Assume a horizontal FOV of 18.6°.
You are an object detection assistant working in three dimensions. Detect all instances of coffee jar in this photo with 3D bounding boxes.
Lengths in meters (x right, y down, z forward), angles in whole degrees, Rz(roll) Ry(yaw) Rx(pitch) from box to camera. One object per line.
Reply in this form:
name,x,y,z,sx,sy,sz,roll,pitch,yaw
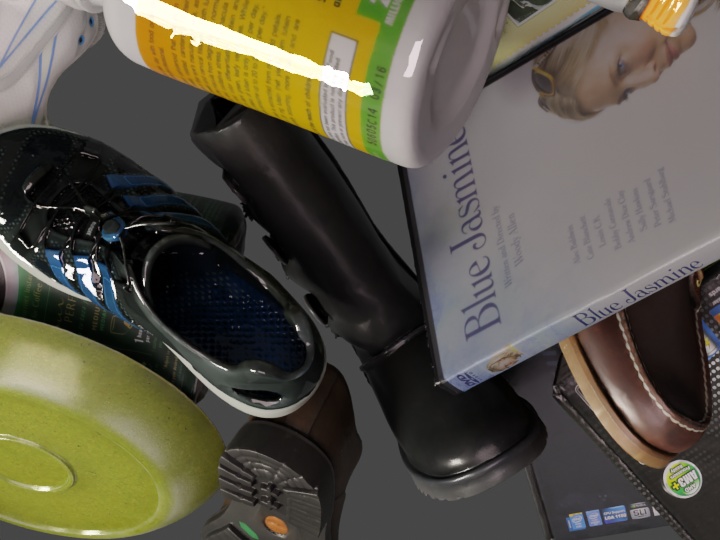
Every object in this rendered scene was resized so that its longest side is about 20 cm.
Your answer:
coffee jar,-0.163,-0.005,1.089,0.200,0.085,0.104,15,116,2

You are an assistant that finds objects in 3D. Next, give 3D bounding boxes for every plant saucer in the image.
plant saucer,-0.167,0.086,1.107,0.200,0.031,0.200,12,147,8

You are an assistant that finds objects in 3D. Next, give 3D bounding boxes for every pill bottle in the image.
pill bottle,-0.044,-0.129,0.967,0.200,0.111,0.111,22,117,16

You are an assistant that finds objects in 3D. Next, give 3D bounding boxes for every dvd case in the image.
dvd case,0.104,-0.048,0.953,0.200,0.143,0.018,-30,141,27

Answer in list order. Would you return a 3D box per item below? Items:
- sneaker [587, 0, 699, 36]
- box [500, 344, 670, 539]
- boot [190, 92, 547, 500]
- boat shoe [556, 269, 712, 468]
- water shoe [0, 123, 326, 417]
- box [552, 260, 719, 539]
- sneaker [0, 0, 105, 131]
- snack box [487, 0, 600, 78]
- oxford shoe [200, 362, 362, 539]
sneaker,0.124,-0.201,0.916,0.077,0.078,0.200,13,78,7
box,0.170,0.042,1.077,0.200,0.044,0.160,-11,113,14
boot,0.000,0.000,1.028,0.066,0.165,0.200,-33,107,-8
boat shoe,0.119,-0.010,0.981,0.070,0.200,0.070,-36,141,27
water shoe,-0.097,-0.012,0.998,0.200,0.079,0.072,33,74,7
box,0.226,0.064,1.027,0.200,0.048,0.193,-36,101,23
sneaker,-0.159,-0.146,1.042,0.087,0.075,0.200,4,111,-32
snack box,0.033,-0.188,0.981,0.116,0.037,0.200,-31,107,40
oxford shoe,-0.031,0.109,1.111,0.073,0.084,0.200,26,149,3
